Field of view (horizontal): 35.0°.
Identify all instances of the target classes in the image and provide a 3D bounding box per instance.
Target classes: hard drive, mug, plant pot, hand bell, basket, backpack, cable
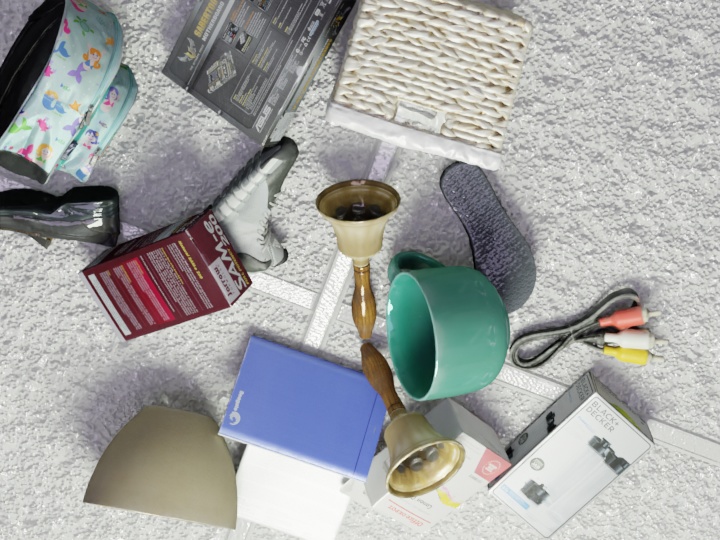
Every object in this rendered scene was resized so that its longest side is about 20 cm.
[{"bbox_3d":[-0.069,0.178,1.471,0.198,0.025,0.133,19,74,-4],"label":"hard drive"},{"bbox_3d":[0.108,0.056,1.368,0.113,0.152,0.188,-6,82,-20],"label":"mug"},{"bbox_3d":[-0.246,0.251,1.475,0.198,0.200,0.136,10,75,-1],"label":"plant pot"},{"bbox_3d":[0.000,0.000,1.417,0.103,0.105,0.202,0,123,3],"label":"hand bell"},{"bbox_3d":[0.076,-0.226,1.262,0.196,0.200,0.163,16,105,-3],"label":"basket"},{"bbox_3d":[-0.340,-0.211,1.299,0.149,0.178,0.201,20,107,-28],"label":"backpack"},{"bbox_3d":[0.041,0.168,1.415,0.103,0.201,0.105,-17,140,-15],"label":"hand bell"},{"bbox_3d":[0.284,0.080,1.438,0.197,0.050,0.098,-8,109,4],"label":"cable"}]

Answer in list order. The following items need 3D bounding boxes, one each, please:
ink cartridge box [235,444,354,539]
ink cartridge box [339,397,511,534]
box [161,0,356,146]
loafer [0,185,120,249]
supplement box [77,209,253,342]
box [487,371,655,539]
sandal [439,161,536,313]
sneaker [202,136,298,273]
[{"bbox_3d":[-0.078,0.256,1.533,0.159,0.050,0.202,20,100,-4],"label":"ink cartridge box"},{"bbox_3d":[0.082,0.269,1.488,0.200,0.068,0.116,-41,131,16],"label":"ink cartridge box"},{"bbox_3d":[-0.118,-0.268,1.304,0.158,0.048,0.201,35,109,13],"label":"box"},{"bbox_3d":[-0.395,-0.059,1.413,0.197,0.073,0.073,0,115,4],"label":"loafer"},{"bbox_3d":[-0.240,0.009,1.396,0.198,0.061,0.110,-16,111,35],"label":"supplement box"},{"bbox_3d":[0.272,0.244,1.495,0.116,0.060,0.200,41,107,-12],"label":"box"},{"bbox_3d":[0.161,-0.045,1.408,0.075,0.043,0.202,-23,102,2],"label":"sandal"},{"bbox_3d":[-0.116,-0.067,1.400,0.115,0.075,0.200,40,118,-16],"label":"sneaker"}]
